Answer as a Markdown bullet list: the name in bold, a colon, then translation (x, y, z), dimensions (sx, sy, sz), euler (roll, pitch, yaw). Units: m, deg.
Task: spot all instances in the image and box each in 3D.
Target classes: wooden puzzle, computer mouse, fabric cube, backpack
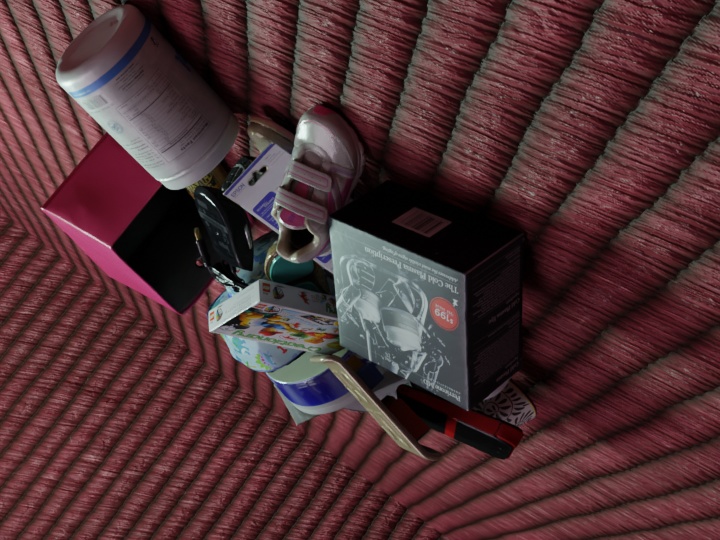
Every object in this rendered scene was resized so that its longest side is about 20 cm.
- **wooden puzzle**: translation (0.024, 0.172, 1.571), dimensions (0.200, 0.046, 0.185), euler (43, 172, -2)
- **computer mouse**: translation (-0.184, -0.049, 1.582), dimensions (0.140, 0.046, 0.200), euler (28, 146, 45)
- **fabric cube**: translation (-0.328, -0.083, 1.822), dimensions (0.199, 0.196, 0.200), euler (23, 160, 41)
- **backpack**: translation (-0.123, 0.038, 1.715), dimensions (0.183, 0.200, 0.147), euler (17, 144, 54)

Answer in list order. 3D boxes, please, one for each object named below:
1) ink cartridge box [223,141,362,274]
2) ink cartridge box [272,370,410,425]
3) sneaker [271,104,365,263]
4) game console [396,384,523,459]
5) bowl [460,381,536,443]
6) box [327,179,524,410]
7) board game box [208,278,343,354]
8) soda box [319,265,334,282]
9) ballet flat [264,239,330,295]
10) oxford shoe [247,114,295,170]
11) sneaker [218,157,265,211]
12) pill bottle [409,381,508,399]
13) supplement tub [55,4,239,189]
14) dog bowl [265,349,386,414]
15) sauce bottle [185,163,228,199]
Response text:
- **ink cartridge box**: translation (-0.057, -0.075, 1.411), dimensions (0.200, 0.099, 0.039), euler (37, -152, -23)
- **ink cartridge box**: translation (-0.027, 0.178, 1.852), dimensions (0.161, 0.200, 0.050), euler (50, 162, 57)
- **sneaker**: translation (-0.052, -0.087, 1.312), dimensions (0.081, 0.088, 0.200), euler (21, 128, 24)
- **game console**: translation (0.134, 0.208, 1.619), dimensions (0.177, 0.031, 0.200), euler (24, 167, 9)
- **bowl**: translation (0.158, 0.202, 1.786), dimensions (0.201, 0.094, 0.201), euler (35, 165, 11)
- **box**: translation (0.074, 0.025, 1.304), dimensions (0.200, 0.104, 0.182), euler (24, 134, 37)
- **board game box**: translation (-0.085, 0.065, 1.564), dimensions (0.200, 0.035, 0.126), euler (14, 151, -34)
- **soda box**: translation (0.000, 0.000, 1.597), dimensions (0.068, 0.064, 0.200), euler (23, 160, 45)
- **ballet flat**: translation (-0.088, -0.007, 1.530), dimensions (0.200, 0.070, 0.065), euler (73, 179, -64)
- **oxford shoe**: translation (-0.082, -0.108, 1.440), dimensions (0.071, 0.074, 0.200), euler (19, 156, 49)
- **sneaker**: translation (-0.127, -0.096, 1.581), dimensions (0.081, 0.074, 0.200), euler (37, 174, -35)
- **pill bottle**: translation (0.137, 0.120, 1.553), dimensions (0.112, 0.112, 0.200), euler (38, 165, -6)
- **supplement tub**: translation (-0.257, -0.209, 1.421), dimensions (0.132, 0.132, 0.200), euler (16, 155, 53)
- **dog bowl**: translation (-0.048, 0.116, 1.782), dimensions (0.200, 0.200, 0.079), euler (16, 152, 52)
- **sauce bottle**: translation (-0.243, -0.157, 1.667), dimensions (0.066, 0.066, 0.200), euler (25, 162, 37)
